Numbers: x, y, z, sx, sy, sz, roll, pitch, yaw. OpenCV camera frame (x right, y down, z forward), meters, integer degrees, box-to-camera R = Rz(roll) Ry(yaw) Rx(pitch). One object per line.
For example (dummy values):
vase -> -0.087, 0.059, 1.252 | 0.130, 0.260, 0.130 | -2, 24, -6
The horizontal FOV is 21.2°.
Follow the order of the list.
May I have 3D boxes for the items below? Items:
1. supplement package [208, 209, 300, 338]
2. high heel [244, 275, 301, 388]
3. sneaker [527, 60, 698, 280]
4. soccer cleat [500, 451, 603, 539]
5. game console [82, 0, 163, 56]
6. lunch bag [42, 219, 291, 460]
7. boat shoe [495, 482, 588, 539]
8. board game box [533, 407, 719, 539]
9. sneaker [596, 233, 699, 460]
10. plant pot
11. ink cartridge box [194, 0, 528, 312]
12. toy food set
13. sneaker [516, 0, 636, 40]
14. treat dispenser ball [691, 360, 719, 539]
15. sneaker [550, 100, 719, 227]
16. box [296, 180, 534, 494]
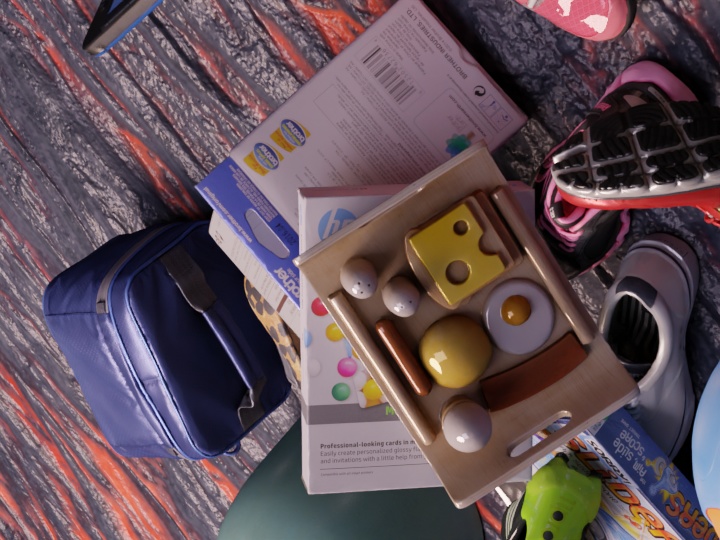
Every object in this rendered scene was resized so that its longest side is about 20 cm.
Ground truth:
supplement package -> 0.000, 0.000, 1.380 | 0.200, 0.117, 0.117 | 48, 167, 3
high heel -> -0.020, 0.058, 1.491 | 0.200, 0.071, 0.143 | 29, 145, 47
sneaker -> 0.142, -0.049, 1.251 | 0.079, 0.095, 0.200 | 39, 141, 10
soccer cleat -> 0.125, 0.196, 1.365 | 0.067, 0.081, 0.200 | 26, 156, 10
game console -> -0.162, -0.276, 1.351 | 0.118, 0.171, 0.200 | 32, 146, -20
lunch bag -> -0.149, 0.065, 1.587 | 0.132, 0.136, 0.201 | -6, 116, 47
boat shoe -> 0.109, 0.128, 1.454 | 0.200, 0.067, 0.057 | 49, 126, -5
board game box -> 0.187, 0.160, 1.363 | 0.200, 0.034, 0.135 | 47, 158, -16
sneaker -> 0.186, 0.069, 1.320 | 0.073, 0.071, 0.201 | 21, 133, 31
plant pot -> -0.025, 0.231, 1.580 | 0.200, 0.161, 0.201 | 24, 134, 28
ink cartridge box -> 0.000, -0.078, 1.301 | 0.119, 0.200, 0.042 | 49, 179, 2
toy food set -> 0.069, 0.034, 1.226 | 0.200, 0.143, 0.060 | 57, -179, -15
sneaker -> 0.079, -0.200, 1.196 | 0.200, 0.087, 0.074 | 41, 141, 12
treat dispenser ball -> 0.298, 0.111, 1.145 | 0.200, 0.201, 0.202 | 25, 135, 28
sneaker -> 0.214, -0.049, 1.142 | 0.199, 0.077, 0.085 | -3, 132, 5
box -> 0.037, 0.044, 1.278 | 0.041, 0.155, 0.201 | -132, 41, -76
